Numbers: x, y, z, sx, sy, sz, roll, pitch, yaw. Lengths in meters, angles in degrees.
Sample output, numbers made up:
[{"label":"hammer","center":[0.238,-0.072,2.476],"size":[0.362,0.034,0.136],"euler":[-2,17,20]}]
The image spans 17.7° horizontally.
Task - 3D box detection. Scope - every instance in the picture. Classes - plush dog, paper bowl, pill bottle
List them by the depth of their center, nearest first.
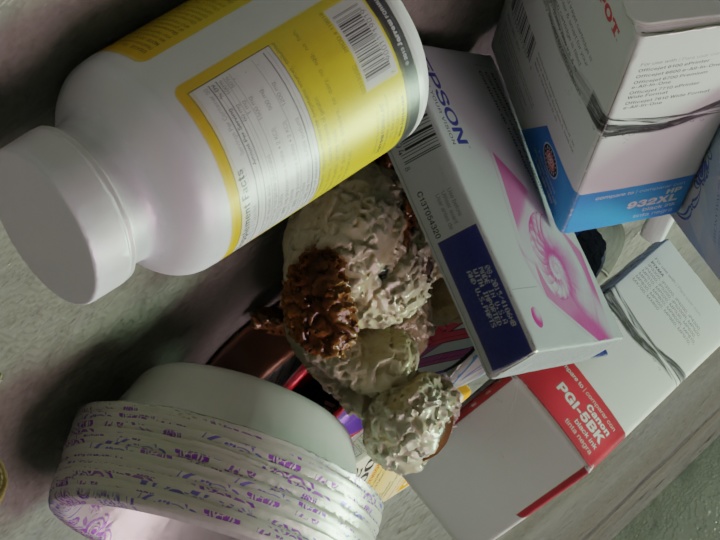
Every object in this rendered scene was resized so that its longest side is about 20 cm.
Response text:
[{"label":"pill bottle","center":[-0.072,-0.068,1.088],"size":[0.200,0.112,0.112],"euler":[-34,161,-29]},{"label":"paper bowl","center":[-0.082,0.127,1.411],"size":[0.201,0.199,0.105],"euler":[82,25,-70]},{"label":"plush dog","center":[0.000,0.000,1.432],"size":[0.172,0.159,0.201],"euler":[81,28,-53]}]

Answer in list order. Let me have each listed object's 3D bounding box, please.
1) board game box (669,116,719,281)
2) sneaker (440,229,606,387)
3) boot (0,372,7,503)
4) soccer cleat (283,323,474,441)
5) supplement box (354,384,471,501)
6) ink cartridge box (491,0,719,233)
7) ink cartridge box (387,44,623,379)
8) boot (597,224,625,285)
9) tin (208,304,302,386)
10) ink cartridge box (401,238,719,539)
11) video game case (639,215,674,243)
[{"label":"board game box","center":[0.212,-0.120,1.371],"size":[0.043,0.199,0.201],"euler":[-4,118,-11]},{"label":"sneaker","center":[0.097,0.026,1.625],"size":[0.200,0.075,0.086],"euler":[-36,165,27]},{"label":"boot","center":[-0.222,0.083,1.171],"size":[0.156,0.073,0.200],"euler":[-49,157,25]},{"label":"soccer cleat","center":[0.021,0.050,1.537],"size":[0.200,0.068,0.073],"euler":[-40,164,-2]},{"label":"supplement box","center":[-0.020,0.144,1.775],"size":[0.199,0.074,0.126],"euler":[-29,157,-40]},{"label":"ink cartridge box","center":[0.150,-0.139,1.329],"size":[0.083,0.146,0.200],"euler":[-9,151,-14]},{"label":"ink cartridge box","center":[0.088,-0.038,1.382],"size":[0.043,0.197,0.200],"euler":[-29,170,25]},{"label":"boot","center":[0.187,-0.041,1.817],"size":[0.181,0.073,0.200],"euler":[-34,159,11]},{"label":"tin","center":[-0.033,0.051,1.591],"size":[0.200,0.042,0.112],"euler":[-31,155,-36]},{"label":"ink cartridge box","center":[0.139,0.083,1.534],"size":[0.200,0.083,0.147],"euler":[-37,176,-43]},{"label":"video game case","center":[0.284,-0.139,1.787],"size":[0.182,0.023,0.200],"euler":[-58,173,-32]}]
